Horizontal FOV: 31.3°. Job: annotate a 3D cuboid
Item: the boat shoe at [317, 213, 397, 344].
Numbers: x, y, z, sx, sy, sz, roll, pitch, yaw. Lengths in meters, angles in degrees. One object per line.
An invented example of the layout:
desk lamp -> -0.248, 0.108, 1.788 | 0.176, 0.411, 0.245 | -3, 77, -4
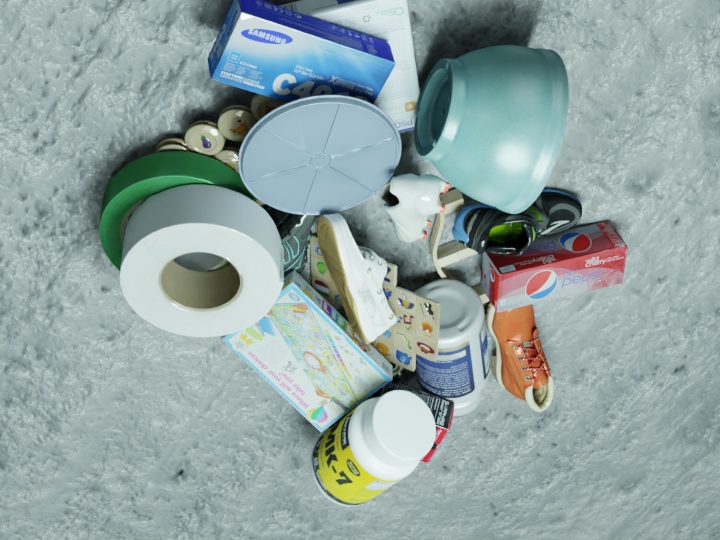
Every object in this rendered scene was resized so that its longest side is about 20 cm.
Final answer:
boat shoe -> 0.000, 0.000, 1.651 | 0.069, 0.071, 0.202 | -28, 129, -12

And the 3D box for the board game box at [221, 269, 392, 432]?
board game box -> -0.070, 0.111, 1.719 | 0.134, 0.034, 0.200 | -37, 113, 20

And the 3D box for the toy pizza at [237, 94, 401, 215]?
toy pizza -> -0.049, -0.142, 1.538 | 0.197, 0.032, 0.202 | -7, 141, -5

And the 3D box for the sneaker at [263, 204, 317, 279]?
sneaker -> -0.101, -0.039, 1.683 | 0.079, 0.076, 0.200 | 13, 131, -39

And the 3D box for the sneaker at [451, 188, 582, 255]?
sneaker -> 0.217, -0.055, 1.716 | 0.197, 0.083, 0.072 | -12, 130, -29

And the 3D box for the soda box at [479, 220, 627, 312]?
soda box -> 0.267, -0.006, 1.774 | 0.197, 0.064, 0.071 | -12, 129, -15

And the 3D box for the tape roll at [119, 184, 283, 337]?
tape roll -> -0.195, -0.009, 1.586 | 0.199, 0.071, 0.204 | -2, 135, -2

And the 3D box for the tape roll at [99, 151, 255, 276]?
tape roll -> -0.228, -0.058, 1.618 | 0.197, 0.049, 0.202 | -2, 136, -2

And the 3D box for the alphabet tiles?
alphabet tiles -> 0.018, 0.050, 1.728 | 0.198, 0.008, 0.169 | 20, 132, 23

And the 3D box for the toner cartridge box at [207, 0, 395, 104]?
toner cartridge box -> -0.067, -0.241, 1.478 | 0.197, 0.044, 0.096 | 13, 128, -25

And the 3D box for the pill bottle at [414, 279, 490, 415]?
pill bottle -> 0.126, 0.116, 1.815 | 0.109, 0.112, 0.201 | -15, 139, -2

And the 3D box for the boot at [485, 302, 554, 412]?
boot -> 0.237, 0.112, 1.842 | 0.074, 0.107, 0.202 | -25, 131, -15

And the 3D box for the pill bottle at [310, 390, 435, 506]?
pill bottle -> 0.017, 0.241, 1.749 | 0.113, 0.116, 0.200 | 12, 150, -22

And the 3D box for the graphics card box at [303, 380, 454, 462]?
graphics card box -> 0.025, 0.201, 1.838 | 0.197, 0.051, 0.126 | 19, 148, -3

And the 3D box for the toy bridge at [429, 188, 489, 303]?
toy bridge -> 0.131, -0.027, 1.765 | 0.066, 0.027, 0.201 | -20, 130, 4

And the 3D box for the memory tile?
memory tile -> -0.141, -0.139, 1.586 | 0.198, 0.017, 0.153 | -22, 132, 24

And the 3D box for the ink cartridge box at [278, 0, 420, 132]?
ink cartridge box -> -0.030, -0.240, 1.549 | 0.196, 0.041, 0.202 | -13, 134, -3

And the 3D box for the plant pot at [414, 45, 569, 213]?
plant pot -> 0.145, -0.180, 1.540 | 0.132, 0.202, 0.202 | 10, 125, -18

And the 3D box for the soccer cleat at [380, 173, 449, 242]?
soccer cleat -> 0.060, -0.086, 1.634 | 0.076, 0.070, 0.200 | 13, 168, -5

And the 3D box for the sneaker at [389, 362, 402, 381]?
sneaker -> 0.029, 0.135, 1.836 | 0.069, 0.076, 0.202 | -7, 128, -8
